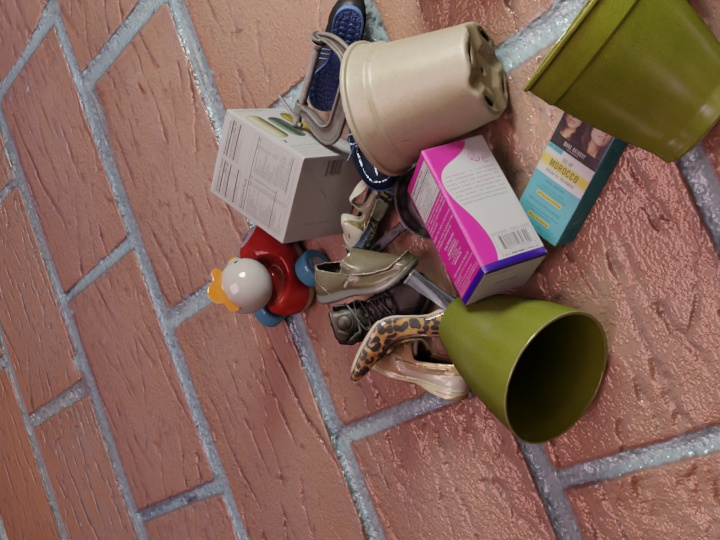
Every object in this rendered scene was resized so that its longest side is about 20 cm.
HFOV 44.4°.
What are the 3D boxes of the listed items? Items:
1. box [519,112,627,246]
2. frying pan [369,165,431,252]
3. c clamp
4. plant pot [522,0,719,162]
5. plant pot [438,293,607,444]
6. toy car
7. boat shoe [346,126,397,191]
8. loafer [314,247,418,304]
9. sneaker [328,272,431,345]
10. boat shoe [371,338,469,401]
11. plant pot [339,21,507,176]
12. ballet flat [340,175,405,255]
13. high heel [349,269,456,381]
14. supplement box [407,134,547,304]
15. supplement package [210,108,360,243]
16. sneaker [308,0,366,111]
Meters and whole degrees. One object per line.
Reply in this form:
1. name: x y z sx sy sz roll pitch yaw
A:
1. box: 0.285 -0.138 1.171 0.082 0.049 0.202 41 124 30
2. frying pan: 0.092 -0.075 1.371 0.114 0.031 0.192 35 123 21
3. c clamp: -0.069 -0.291 1.384 0.172 0.027 0.201 56 141 26
4. plant pot: 0.323 -0.231 1.014 0.192 0.201 0.201 38 126 1
5. plant pot: 0.206 0.109 1.230 0.199 0.185 0.190 31 120 51
6. toy car: -0.190 0.006 1.546 0.184 0.199 0.178 -40 71 40
7. boat shoe: 0.007 -0.218 1.358 0.069 0.083 0.202 73 179 -67
8. loafer: 0.000 0.000 1.397 0.198 0.075 0.070 -18 102 32
9. sneaker: 0.025 0.069 1.418 0.198 0.114 0.077 -29 80 39
10. boat shoe: 0.090 0.142 1.404 0.198 0.073 0.070 18 107 31
11. plant pot: 0.100 -0.253 1.243 0.182 0.200 0.203 -13 90 32
12. ballet flat: 0.005 -0.093 1.428 0.074 0.074 0.202 42 120 29
13. high heel: 0.083 0.118 1.350 0.142 0.071 0.201 36 96 5
14. supplement box: 0.157 -0.072 1.224 0.104 0.100 0.202 111 139 -61
15. supplement package: -0.124 -0.164 1.480 0.199 0.151 0.152 34 120 33
16. sneaker: -0.032 -0.352 1.418 0.069 0.078 0.201 18 134 -8
